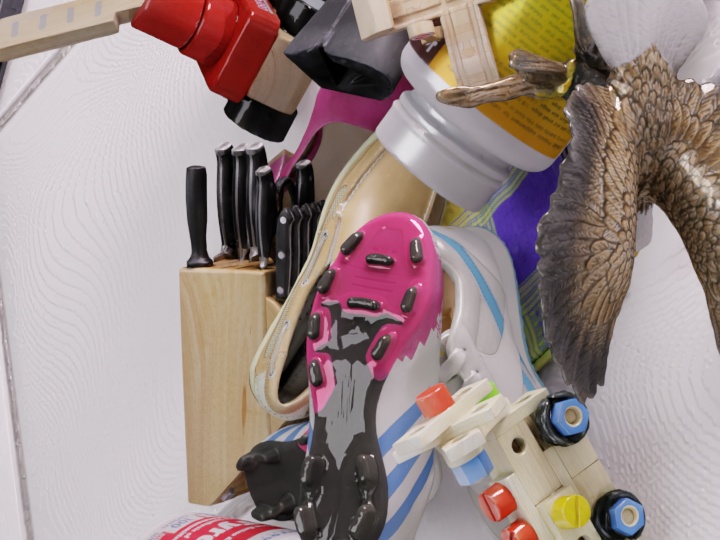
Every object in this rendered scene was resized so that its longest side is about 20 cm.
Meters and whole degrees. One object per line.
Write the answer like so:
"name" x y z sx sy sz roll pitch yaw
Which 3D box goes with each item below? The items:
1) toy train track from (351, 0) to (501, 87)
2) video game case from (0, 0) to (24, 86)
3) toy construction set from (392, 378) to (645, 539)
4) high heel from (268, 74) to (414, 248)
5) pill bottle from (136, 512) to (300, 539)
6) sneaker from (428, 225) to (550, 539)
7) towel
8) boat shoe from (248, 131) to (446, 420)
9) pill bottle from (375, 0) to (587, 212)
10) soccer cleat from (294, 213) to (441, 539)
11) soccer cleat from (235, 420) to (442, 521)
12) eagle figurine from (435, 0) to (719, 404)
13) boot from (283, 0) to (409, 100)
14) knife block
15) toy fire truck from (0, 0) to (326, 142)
"toy train track" 0.086 -0.165 1.265 0.199 0.033 0.115 -16 84 18
"video game case" -0.371 -0.161 2.061 0.200 0.025 0.182 11 85 54
"toy construction set" 0.083 0.136 1.228 0.092 0.131 0.201 8 126 57
"high heel" -0.019 -0.059 1.511 0.200 0.067 0.096 -33 41 48
"pill bottle" -0.056 0.211 1.421 0.200 0.112 0.113 2 78 53
"sneaker" 0.063 0.071 1.326 0.076 0.081 0.201 -31 71 34
"towel" 0.082 -0.027 1.411 0.144 0.023 0.201 -44 45 33
"boat shoe" 0.000 0.000 1.401 0.076 0.071 0.201 164 131 -86
"pill bottle" 0.098 -0.134 1.336 0.200 0.109 0.109 -52 40 12
"soccer cleat" 0.009 0.072 1.269 0.069 0.086 0.201 2 70 26
"soccer cleat" 0.003 0.108 1.398 0.200 0.086 0.070 -13 95 58
"eagle figurine" 0.149 -0.041 1.220 0.151 0.151 0.201 -34 47 16
"boot" 0.055 -0.194 1.414 0.200 0.066 0.165 -52 20 -18
"knife block" -0.080 0.026 1.509 0.176 0.064 0.200 51 121 18
"toy fire truck" -0.135 -0.174 1.585 0.129 0.199 0.176 -60 24 17
